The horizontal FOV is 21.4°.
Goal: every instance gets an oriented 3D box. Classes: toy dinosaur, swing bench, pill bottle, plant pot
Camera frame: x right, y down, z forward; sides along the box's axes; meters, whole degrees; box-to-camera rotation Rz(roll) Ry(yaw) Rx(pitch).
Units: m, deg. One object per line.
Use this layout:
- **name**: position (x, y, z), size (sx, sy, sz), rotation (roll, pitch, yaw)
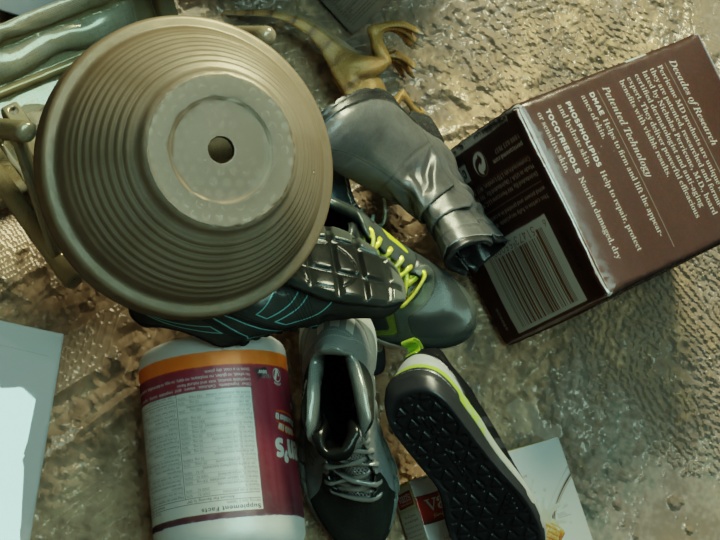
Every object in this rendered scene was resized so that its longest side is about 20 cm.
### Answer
- **toy dinosaur**: position (-0.005, -0.164, 1.538), size (0.106, 0.060, 0.200), rotation (-38, 92, -28)
- **swing bench**: position (-0.178, -0.114, 1.369), size (0.199, 0.200, 0.130), rotation (-26, 124, -20)
- **pill bottle**: position (-0.097, 0.153, 1.363), size (0.110, 0.110, 0.200), rotation (0, 74, -26)
- **plant pot**: position (-0.103, -0.071, 1.221), size (0.201, 0.093, 0.201), rotation (2, 83, -20)

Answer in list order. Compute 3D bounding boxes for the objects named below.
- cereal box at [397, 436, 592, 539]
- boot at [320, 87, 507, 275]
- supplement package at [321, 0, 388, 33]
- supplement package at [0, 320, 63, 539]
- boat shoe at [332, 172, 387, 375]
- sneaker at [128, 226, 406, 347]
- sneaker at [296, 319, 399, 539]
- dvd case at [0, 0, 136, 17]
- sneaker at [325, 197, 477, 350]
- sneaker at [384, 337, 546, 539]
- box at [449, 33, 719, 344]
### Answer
- **cereal box**: position (0.121, 0.242, 1.479), size (0.144, 0.040, 0.200), rotation (-14, 80, -28)
- **boot**: position (0.040, -0.062, 1.428), size (0.200, 0.070, 0.132), rotation (1, 52, -58)
- **supplement package**: position (0.000, -0.333, 1.540), size (0.200, 0.151, 0.152), rotation (46, 61, -5)
- **supplement package**: position (-0.285, 0.136, 1.273), size (0.121, 0.120, 0.200), rotation (14, 68, -20)
- **boat shoe**: position (-0.015, -0.015, 1.476), size (0.062, 0.075, 0.200), rotation (-2, 76, -24)
- **sneaker**: position (-0.068, 0.011, 1.328), size (0.200, 0.079, 0.075), rotation (8, 40, -16)
- **sneaker**: position (-0.016, 0.131, 1.371), size (0.075, 0.115, 0.200), rotation (-7, 108, 4)
- **dvd case**: position (-0.244, -0.262, 1.409), size (0.200, 0.025, 0.150), rotation (15, 106, -32)
- **sneaker**: position (0.000, 0.000, 1.400), size (0.200, 0.085, 0.074), rotation (28, 80, -9)
- **sneaker**: position (0.085, 0.136, 1.425), size (0.200, 0.072, 0.083), rotation (62, 21, -21)
- **box**: position (0.194, -0.064, 1.539), size (0.200, 0.166, 0.164), rotation (-24, 85, -30)
